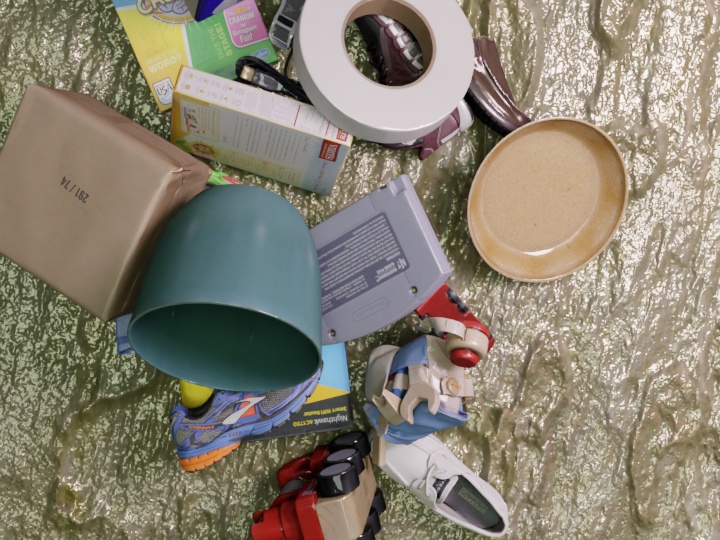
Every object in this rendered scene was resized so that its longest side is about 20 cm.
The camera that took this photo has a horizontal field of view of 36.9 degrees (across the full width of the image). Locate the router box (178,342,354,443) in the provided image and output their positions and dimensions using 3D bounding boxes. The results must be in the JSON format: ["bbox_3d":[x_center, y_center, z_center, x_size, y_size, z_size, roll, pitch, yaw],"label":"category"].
[{"bbox_3d":[-0.113,0.119,1.267,0.196,0.051,0.152,-8,97,-3],"label":"router box"}]

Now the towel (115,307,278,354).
[{"bbox_3d":[-0.187,0.016,1.235,0.196,0.024,0.149,-8,66,-3],"label":"towel"}]

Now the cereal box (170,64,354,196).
[{"bbox_3d":[-0.111,-0.151,1.198,0.197,0.144,0.040,17,69,-6],"label":"cereal box"}]

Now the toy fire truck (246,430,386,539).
[{"bbox_3d":[-0.077,0.286,1.231,0.197,0.176,0.131,-14,97,8],"label":"toy fire truck"}]

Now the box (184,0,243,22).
[{"bbox_3d":[-0.103,-0.358,1.121,0.198,0.184,0.106,-27,98,-9],"label":"box"}]

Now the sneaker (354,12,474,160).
[{"bbox_3d":[0.030,-0.210,1.237,0.115,0.076,0.200,-43,97,4],"label":"sneaker"}]

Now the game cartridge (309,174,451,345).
[{"bbox_3d":[0.000,0.000,1.177,0.198,0.041,0.135,-28,80,31],"label":"game cartridge"}]

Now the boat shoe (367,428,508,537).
[{"bbox_3d":[0.094,0.253,1.288,0.199,0.066,0.072,40,92,-7],"label":"boat shoe"}]

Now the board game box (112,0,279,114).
[{"bbox_3d":[-0.199,-0.302,1.228,0.151,0.040,0.203,-24,97,-2],"label":"board game box"}]

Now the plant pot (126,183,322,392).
[{"bbox_3d":[-0.130,0.011,1.123,0.197,0.201,0.163,8,60,-5],"label":"plant pot"}]

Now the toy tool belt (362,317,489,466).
[{"bbox_3d":[0.072,0.143,1.198,0.123,0.200,0.125,24,59,-21],"label":"toy tool belt"}]

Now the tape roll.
[{"bbox_3d":[0.027,-0.237,1.158,0.199,0.037,0.207,4,73,-14],"label":"tape roll"}]

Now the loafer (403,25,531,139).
[{"bbox_3d":[0.135,-0.237,1.241,0.071,0.073,0.200,-42,97,0],"label":"loafer"}]

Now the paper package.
[{"bbox_3d":[-0.293,-0.075,1.172,0.198,0.103,0.193,31,102,12],"label":"paper package"}]

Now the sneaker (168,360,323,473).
[{"bbox_3d":[-0.129,0.148,1.208,0.198,0.075,0.079,-31,97,-1],"label":"sneaker"}]

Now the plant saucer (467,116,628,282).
[{"bbox_3d":[0.214,-0.086,1.256,0.196,0.036,0.204,-5,115,-11],"label":"plant saucer"}]

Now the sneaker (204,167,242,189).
[{"bbox_3d":[-0.183,-0.076,1.237,0.198,0.077,0.085,26,99,7],"label":"sneaker"}]

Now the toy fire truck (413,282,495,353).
[{"bbox_3d":[0.066,0.019,1.246,0.049,0.141,0.200,-44,135,1],"label":"toy fire truck"}]

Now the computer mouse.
[{"bbox_3d":[-0.063,-0.268,1.210,0.108,0.044,0.202,16,62,6],"label":"computer mouse"}]
